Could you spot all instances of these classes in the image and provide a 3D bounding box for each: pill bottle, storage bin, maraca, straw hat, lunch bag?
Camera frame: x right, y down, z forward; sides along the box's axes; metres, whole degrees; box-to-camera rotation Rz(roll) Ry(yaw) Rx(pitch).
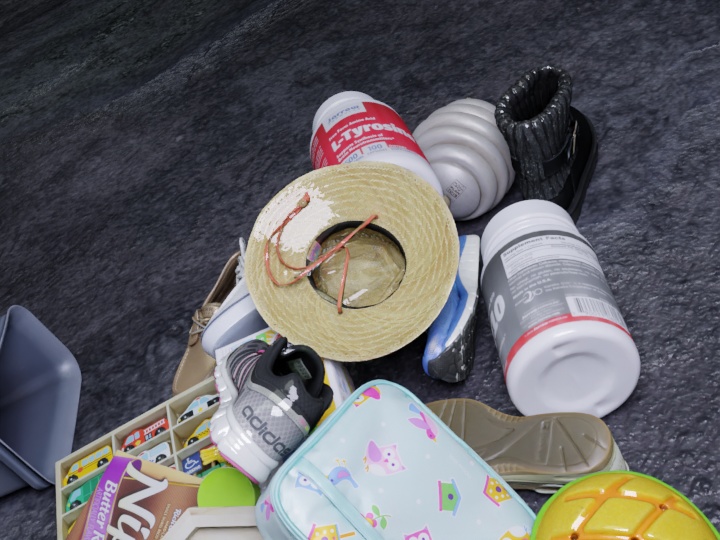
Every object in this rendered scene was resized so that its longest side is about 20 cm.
[{"bbox_3d":[0.171,0.032,0.895,0.113,0.115,0.201,-17,36,8],"label":"pill bottle"},{"bbox_3d":[0.008,-0.109,1.034,0.111,0.113,0.201,-23,35,0],"label":"pill bottle"},{"bbox_3d":[-0.401,0.152,1.053,0.133,0.146,0.201,-28,35,11],"label":"storage bin"},{"bbox_3d":[0.190,0.222,0.659,0.136,0.107,0.201,-20,48,-1],"label":"maraca"},{"bbox_3d":[0.000,0.000,0.916,0.199,0.085,0.203,-5,69,13],"label":"straw hat"},{"bbox_3d":[0.031,0.193,0.716,0.200,0.077,0.160,44,52,7],"label":"lunch bag"}]

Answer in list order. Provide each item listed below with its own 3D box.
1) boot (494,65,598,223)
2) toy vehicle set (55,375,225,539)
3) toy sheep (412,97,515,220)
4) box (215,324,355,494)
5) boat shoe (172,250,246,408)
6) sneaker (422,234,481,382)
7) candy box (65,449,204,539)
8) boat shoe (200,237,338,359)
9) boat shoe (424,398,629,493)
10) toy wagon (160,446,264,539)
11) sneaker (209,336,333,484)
[{"bbox_3d":[0.205,-0.159,1.071,0.079,0.159,0.212,-7,40,21],"label":"boot"},{"bbox_3d":[-0.202,0.191,0.958,0.199,0.027,0.125,-29,39,2],"label":"toy vehicle set"},{"bbox_3d":[0.109,-0.116,1.102,0.136,0.139,0.201,-3,43,25],"label":"toy sheep"},{"bbox_3d":[-0.055,0.145,0.887,0.112,0.102,0.201,-23,37,2],"label":"box"},{"bbox_3d":[-0.158,0.063,1.075,0.071,0.065,0.201,-3,43,25],"label":"boat shoe"},{"bbox_3d":[0.071,0.035,0.965,0.088,0.079,0.201,3,33,6],"label":"sneaker"},{"bbox_3d":[-0.202,0.262,0.834,0.116,0.057,0.201,9,60,32],"label":"candy box"},{"bbox_3d":[-0.097,0.004,1.001,0.086,0.075,0.202,39,64,23],"label":"boat shoe"},{"bbox_3d":[0.122,0.153,0.830,0.199,0.063,0.074,-6,52,33],"label":"boat shoe"},{"bbox_3d":[-0.096,0.236,0.756,0.153,0.040,0.202,-4,79,11],"label":"toy wagon"},{"bbox_3d":[-0.063,0.091,0.770,0.087,0.074,0.200,-39,11,5],"label":"sneaker"}]
